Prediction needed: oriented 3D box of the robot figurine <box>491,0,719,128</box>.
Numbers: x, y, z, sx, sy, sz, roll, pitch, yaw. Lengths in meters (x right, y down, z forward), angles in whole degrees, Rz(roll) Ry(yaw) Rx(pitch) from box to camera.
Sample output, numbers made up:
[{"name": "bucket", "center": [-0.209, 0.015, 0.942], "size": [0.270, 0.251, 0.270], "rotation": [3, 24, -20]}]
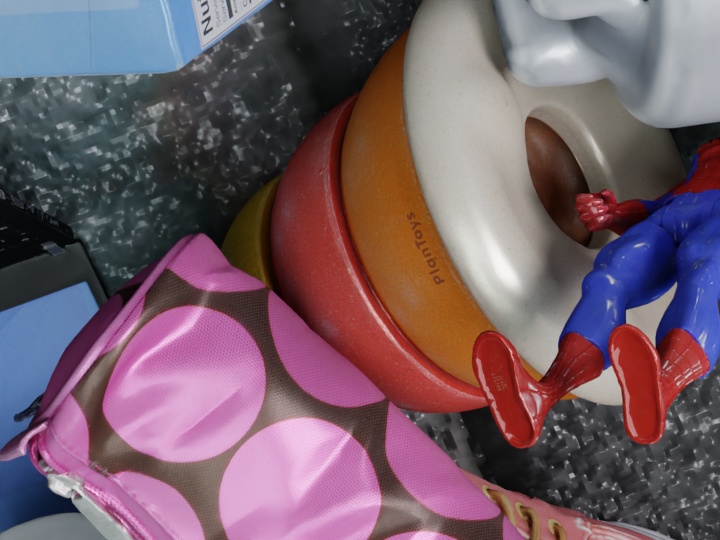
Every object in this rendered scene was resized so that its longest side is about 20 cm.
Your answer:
[{"name": "robot figurine", "center": [0.138, -0.106, 0.862], "size": [0.199, 0.170, 0.114], "rotation": [-7, 69, -9]}]

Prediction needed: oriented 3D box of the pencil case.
[{"name": "pencil case", "center": [-0.013, 0.087, 0.885], "size": [0.200, 0.094, 0.091], "rotation": [42, 145, -3]}]

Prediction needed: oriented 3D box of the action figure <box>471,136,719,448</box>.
[{"name": "action figure", "center": [0.098, -0.010, 0.843], "size": [0.065, 0.200, 0.052], "rotation": [-9, 106, 29]}]

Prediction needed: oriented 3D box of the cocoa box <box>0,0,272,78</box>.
[{"name": "cocoa box", "center": [-0.116, -0.137, 0.836], "size": [0.199, 0.131, 0.134], "rotation": [0, 116, 29]}]

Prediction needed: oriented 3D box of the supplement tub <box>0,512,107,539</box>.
[{"name": "supplement tub", "center": [-0.062, 0.187, 0.970], "size": [0.145, 0.145, 0.200], "rotation": [-29, 131, 16]}]

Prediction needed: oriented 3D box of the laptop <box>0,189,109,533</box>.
[{"name": "laptop", "center": [-0.174, 0.053, 0.973], "size": [0.176, 0.200, 0.104], "rotation": [-20, 74, 12]}]

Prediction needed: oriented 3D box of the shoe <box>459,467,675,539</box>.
[{"name": "shoe", "center": [0.042, 0.105, 0.975], "size": [0.199, 0.091, 0.072], "rotation": [12, 75, 2]}]

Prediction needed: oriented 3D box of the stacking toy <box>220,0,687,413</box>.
[{"name": "stacking toy", "center": [0.000, 0.000, 0.943], "size": [0.199, 0.146, 0.146], "rotation": [-24, 111, 33]}]
